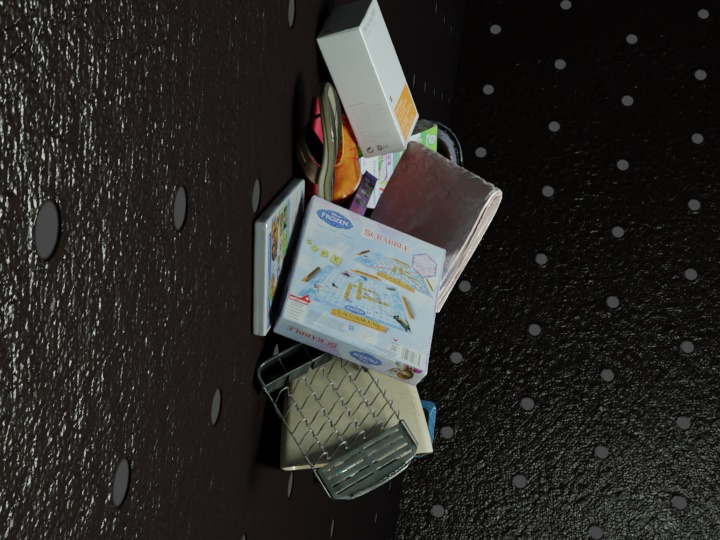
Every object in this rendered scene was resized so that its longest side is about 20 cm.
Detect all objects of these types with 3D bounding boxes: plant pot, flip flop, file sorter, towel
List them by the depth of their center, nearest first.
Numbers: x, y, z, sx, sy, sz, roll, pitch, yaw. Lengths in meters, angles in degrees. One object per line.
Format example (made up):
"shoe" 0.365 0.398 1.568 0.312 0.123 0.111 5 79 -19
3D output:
"flip flop" -0.059 -0.152 1.463 0.081 0.057 0.202 -78 175 -55
"plant pot" -0.016 0.174 1.512 0.200 0.197 0.179 97 -13 -80
"towel" 0.089 -0.068 1.559 0.032 0.200 0.192 21 101 -45
"file sorter" 0.125 0.404 2.854 0.200 0.121 0.141 16 79 -81

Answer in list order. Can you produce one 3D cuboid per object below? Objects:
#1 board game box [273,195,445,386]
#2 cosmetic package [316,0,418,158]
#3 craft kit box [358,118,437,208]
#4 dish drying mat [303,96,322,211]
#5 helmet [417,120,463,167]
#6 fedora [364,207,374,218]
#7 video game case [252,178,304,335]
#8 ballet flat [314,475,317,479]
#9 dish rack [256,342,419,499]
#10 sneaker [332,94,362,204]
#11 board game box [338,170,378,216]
"board game box" 0.003 0.024 1.413 0.041 0.198 0.201 127 -19 -50
"cosmetic package" 0.014 -0.277 1.589 0.102 0.071 0.201 -69 143 -49
"craft kit box" 0.049 -0.135 1.876 0.196 0.048 0.202 -24 128 -34
"dish drying mat" -0.067 -0.137 1.549 0.077 0.018 0.202 57 41 -73
"helmet" 0.106 -0.181 2.095 0.192 0.198 0.201 -102 -173 -46
"fedora" 0.000 0.000 1.738 0.090 0.177 0.201 -27 158 -42
"video game case" -0.102 -0.022 1.387 0.200 0.018 0.145 -63 158 -68
"ballet flat" -0.033 0.344 1.939 0.200 0.064 0.071 -13 108 -81
"dish rack" -0.024 0.178 1.377 0.201 0.152 0.055 56 -22 18
"sneaker" -0.035 -0.185 1.626 0.077 0.072 0.202 50 38 -48
"board game box" -0.032 -0.060 1.604 0.120 0.032 0.200 -46 -169 26
